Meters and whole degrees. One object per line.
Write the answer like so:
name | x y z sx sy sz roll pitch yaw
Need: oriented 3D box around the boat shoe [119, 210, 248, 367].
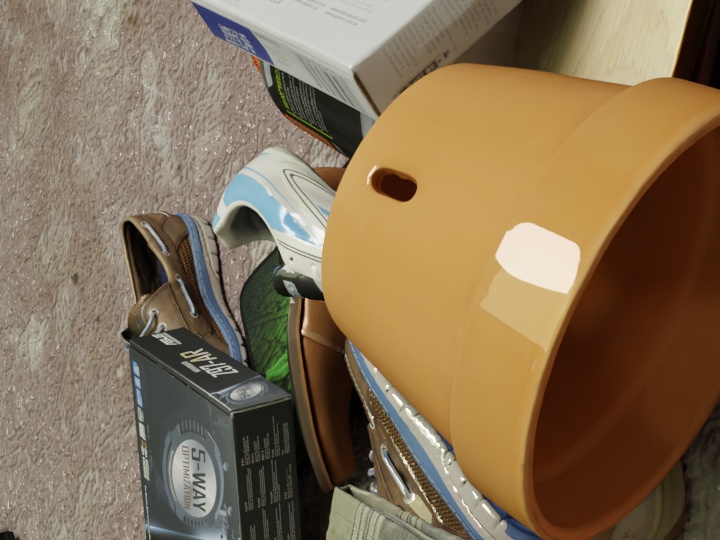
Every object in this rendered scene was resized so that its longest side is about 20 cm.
boat shoe | -0.137 0.044 1.149 0.072 0.072 0.201 -50 45 37

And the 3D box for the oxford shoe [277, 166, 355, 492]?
oxford shoe | -0.013 0.036 0.967 0.071 0.071 0.202 -129 35 -83

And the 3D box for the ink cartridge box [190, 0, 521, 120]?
ink cartridge box | 0.028 -0.176 0.827 0.200 0.041 0.199 -42 35 -9

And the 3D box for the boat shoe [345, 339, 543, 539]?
boat shoe | 0.036 0.102 0.866 0.073 0.072 0.200 -63 38 27

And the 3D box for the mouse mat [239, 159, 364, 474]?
mouse mat | -0.021 0.027 1.041 0.200 0.007 0.162 -47 46 39

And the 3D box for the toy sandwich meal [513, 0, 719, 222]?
toy sandwich meal | 0.158 -0.119 0.749 0.205 0.070 0.207 -19 67 53

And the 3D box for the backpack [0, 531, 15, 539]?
backpack | -0.386 0.338 1.397 0.178 0.150 0.201 54 131 45

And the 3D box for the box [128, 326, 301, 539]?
box | -0.093 0.155 1.031 0.160 0.043 0.202 25 122 56

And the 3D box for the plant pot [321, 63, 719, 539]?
plant pot | 0.078 -0.002 0.691 0.140 0.199 0.202 29 107 33

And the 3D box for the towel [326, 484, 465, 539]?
towel | 0.027 0.217 0.725 0.192 0.034 0.202 21 103 59

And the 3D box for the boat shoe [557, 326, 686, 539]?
boat shoe | 0.108 0.043 0.791 0.071 0.064 0.201 -42 50 43

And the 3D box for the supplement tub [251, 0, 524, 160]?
supplement tub | 0.019 -0.120 0.912 0.200 0.122 0.123 36 112 53

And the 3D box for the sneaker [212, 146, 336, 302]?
sneaker | 0.000 0.000 0.875 0.199 0.072 0.073 31 82 33
